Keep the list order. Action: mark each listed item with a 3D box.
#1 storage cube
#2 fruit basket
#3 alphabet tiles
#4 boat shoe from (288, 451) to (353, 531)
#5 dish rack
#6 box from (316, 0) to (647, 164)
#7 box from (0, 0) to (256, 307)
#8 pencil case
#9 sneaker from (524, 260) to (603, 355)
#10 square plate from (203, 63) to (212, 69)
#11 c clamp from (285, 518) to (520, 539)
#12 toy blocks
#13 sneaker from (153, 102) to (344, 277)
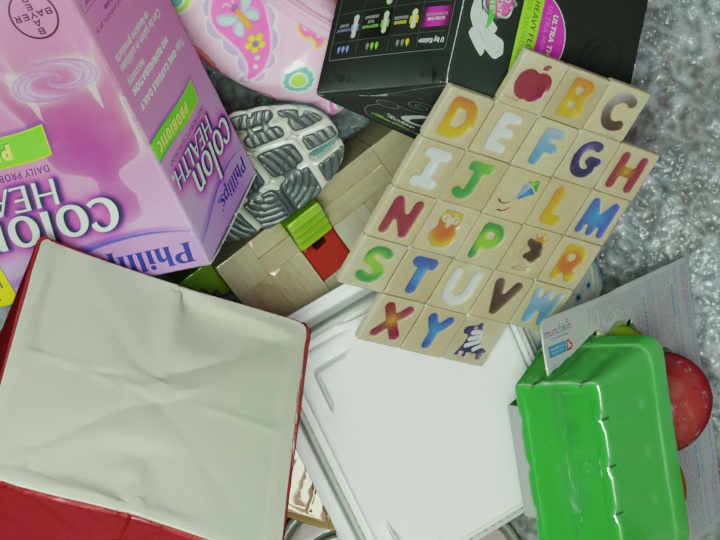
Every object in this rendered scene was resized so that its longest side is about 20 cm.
[{"bbox_3d":[-0.143,0.119,1.067,0.170,0.201,0.180,19,136,-12],"label":"storage cube"},{"bbox_3d":[0.173,0.100,1.201,0.093,0.200,0.187,-5,100,31],"label":"fruit basket"},{"bbox_3d":[0.082,-0.032,1.097,0.166,0.006,0.201,15,116,-36],"label":"alphabet tiles"},{"bbox_3d":[-0.080,0.119,1.240,0.199,0.069,0.074,24,87,-2],"label":"boat shoe"},{"bbox_3d":[0.045,0.092,1.185,0.171,0.044,0.201,-29,110,-10],"label":"dish rack"},{"bbox_3d":[0.082,-0.178,1.132,0.148,0.124,0.201,19,79,-39],"label":"box"},{"bbox_3d":[-0.186,-0.093,1.075,0.175,0.097,0.201,-10,124,24],"label":"box"},{"bbox_3d":[-0.081,-0.168,1.136,0.199,0.087,0.088,30,96,-33],"label":"pencil case"},{"bbox_3d":[0.123,-0.021,1.235,0.086,0.075,0.201,13,105,-9],"label":"sneaker"},{"bbox_3d":[-0.034,-0.229,1.222,0.197,0.028,0.202,2,97,-1],"label":"square plate"},{"bbox_3d":[0.034,0.239,1.279,0.199,0.027,0.172,10,97,-3],"label":"c clamp"},{"bbox_3d":[0.000,0.000,1.224,0.200,0.100,0.137,-38,108,-4],"label":"toy blocks"},{"bbox_3d":[-0.101,-0.060,1.192,0.199,0.080,0.078,-22,113,22],"label":"sneaker"}]
